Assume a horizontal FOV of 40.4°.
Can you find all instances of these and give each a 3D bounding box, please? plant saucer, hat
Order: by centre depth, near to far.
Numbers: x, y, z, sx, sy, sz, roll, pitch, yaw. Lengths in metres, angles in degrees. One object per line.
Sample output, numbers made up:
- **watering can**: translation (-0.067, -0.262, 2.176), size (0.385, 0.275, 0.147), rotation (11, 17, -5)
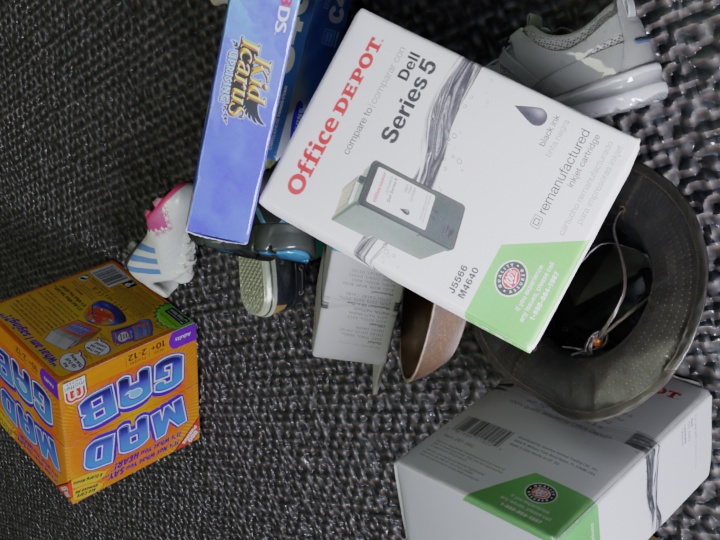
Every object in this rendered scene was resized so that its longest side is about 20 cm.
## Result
- **hat**: translation (0.175, 0.010, 0.701), size (0.200, 0.081, 0.201), rotation (-12, 74, 48)
- **plant saucer**: translation (0.065, -0.008, 0.786), size (0.034, 0.200, 0.201), rotation (9, 129, -5)

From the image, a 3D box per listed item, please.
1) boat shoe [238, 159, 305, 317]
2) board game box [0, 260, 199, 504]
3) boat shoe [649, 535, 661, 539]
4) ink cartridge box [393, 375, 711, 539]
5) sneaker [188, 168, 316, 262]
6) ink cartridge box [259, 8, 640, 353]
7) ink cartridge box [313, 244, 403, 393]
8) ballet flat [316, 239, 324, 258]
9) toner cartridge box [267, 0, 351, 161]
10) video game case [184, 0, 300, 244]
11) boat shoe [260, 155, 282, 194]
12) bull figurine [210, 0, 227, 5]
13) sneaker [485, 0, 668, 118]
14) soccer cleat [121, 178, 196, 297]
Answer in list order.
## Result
- **boat shoe**: translation (-0.087, -0.053, 1.004), size (0.075, 0.062, 0.200), rotation (7, 100, 53)
- **board game box**: translation (-0.356, 0.141, 1.309), size (0.200, 0.200, 0.200), rotation (32, 131, 36)
- **boat shoe**: translation (0.203, 0.257, 0.838), size (0.200, 0.071, 0.065), rotation (8, 151, 39)
- **ink cartridge box**: translation (0.147, 0.147, 0.725), size (0.146, 0.200, 0.084), rotation (18, 126, 44)
- **sneaker**: translation (-0.095, -0.052, 0.909), size (0.200, 0.073, 0.082), rotation (5, 83, 54)
- **ink cartridge box**: translation (0.057, -0.057, 0.641), size (0.200, 0.084, 0.146), rotation (28, 90, 12)
- **ink cartridge box**: translation (0.000, 0.000, 0.864), size (0.116, 0.067, 0.200), rotation (-88, 8, -52)
- **ballet flat**: translation (-0.037, -0.107, 0.921), size (0.075, 0.068, 0.200), rotation (-122, 38, -45)
- **toner cartridge box**: translation (-0.064, -0.200, 0.848), size (0.095, 0.043, 0.200), rotation (25, 105, 41)
- **video game case**: translation (-0.075, -0.144, 0.675), size (0.181, 0.045, 0.200), rotation (-100, 23, -66)
- **boat shoe**: translation (-0.016, -0.119, 0.769), size (0.057, 0.200, 0.067), rotation (24, 144, 4)
- **bull figurine**: translation (-0.066, -0.299, 0.778), size (0.121, 0.065, 0.200), rotation (40, 96, 28)
- **sneaker**: translation (0.124, -0.142, 0.708), size (0.200, 0.075, 0.082), rotation (-7, 96, 40)
- **soccer cleat**: translation (-0.222, -0.035, 1.176), size (0.086, 0.070, 0.200), rotation (45, 143, 0)
